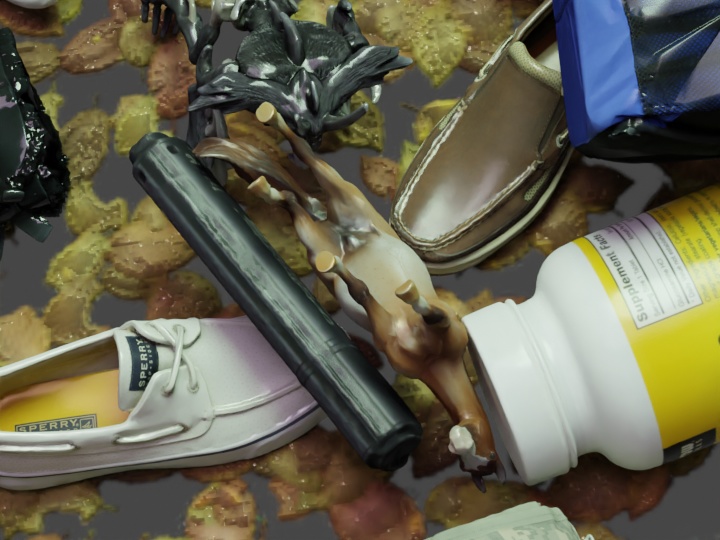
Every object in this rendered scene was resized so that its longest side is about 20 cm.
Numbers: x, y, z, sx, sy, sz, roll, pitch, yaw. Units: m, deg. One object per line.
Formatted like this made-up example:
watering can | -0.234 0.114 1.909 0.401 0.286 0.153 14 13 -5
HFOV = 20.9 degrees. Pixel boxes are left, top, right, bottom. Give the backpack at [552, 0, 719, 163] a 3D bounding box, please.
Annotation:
backpack | 0.189 -0.136 0.880 0.200 0.163 0.168 -7 96 4

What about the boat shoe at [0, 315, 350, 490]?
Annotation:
boat shoe | -0.102 0.056 0.959 0.200 0.070 0.071 -11 63 0

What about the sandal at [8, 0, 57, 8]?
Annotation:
sandal | -0.213 -0.230 1.133 0.050 0.082 0.203 -9 49 -45

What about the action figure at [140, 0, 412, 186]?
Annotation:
action figure | -0.046 -0.103 1.012 0.119 0.102 0.200 -17 40 -12

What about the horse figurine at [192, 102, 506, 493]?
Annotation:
horse figurine | 0.000 0.000 0.909 0.050 0.133 0.200 -41 52 0

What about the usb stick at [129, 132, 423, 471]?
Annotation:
usb stick | -0.042 0.014 0.937 0.033 0.055 0.200 -41 75 6

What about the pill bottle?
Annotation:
pill bottle | 0.154 0.025 0.910 0.200 0.112 0.113 -22 62 -1

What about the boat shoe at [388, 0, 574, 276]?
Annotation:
boat shoe | 0.083 -0.088 1.000 0.075 0.075 0.202 33 73 23

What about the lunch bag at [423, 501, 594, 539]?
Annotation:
lunch bag | 0.044 0.205 0.838 0.200 0.118 0.164 -25 62 -10

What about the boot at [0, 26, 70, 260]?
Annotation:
boot | -0.256 -0.085 1.057 0.162 0.073 0.198 -23 69 0
